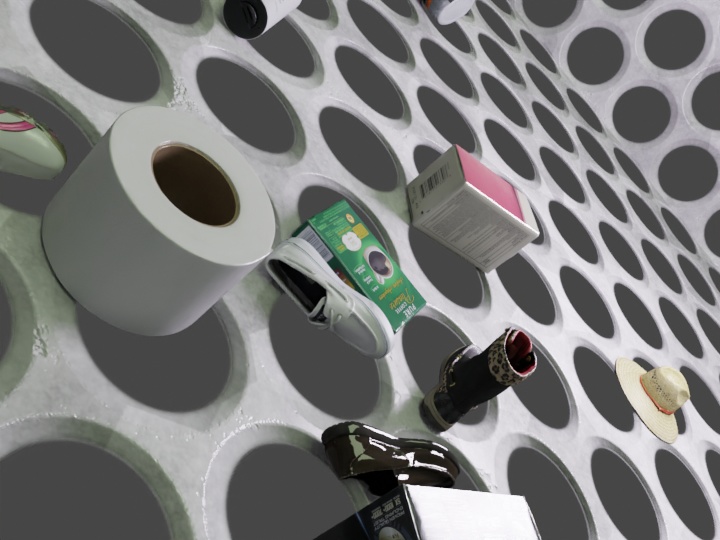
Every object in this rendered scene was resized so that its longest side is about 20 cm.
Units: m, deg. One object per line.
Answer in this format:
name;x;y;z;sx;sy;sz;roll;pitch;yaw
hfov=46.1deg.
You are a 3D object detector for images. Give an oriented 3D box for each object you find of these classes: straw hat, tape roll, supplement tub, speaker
straw hat;0.617;0.242;1.720;0.201;0.085;0.202;34;34;-27
tape roll;-0.209;-0.051;0.887;0.202;0.139;0.203;34;34;-28
supplement tub;0.199;-0.751;2.197;0.122;0.122;0.201;-10;66;-56
speaker;-0.163;-0.458;1.443;0.081;0.081;0.200;44;31;-12

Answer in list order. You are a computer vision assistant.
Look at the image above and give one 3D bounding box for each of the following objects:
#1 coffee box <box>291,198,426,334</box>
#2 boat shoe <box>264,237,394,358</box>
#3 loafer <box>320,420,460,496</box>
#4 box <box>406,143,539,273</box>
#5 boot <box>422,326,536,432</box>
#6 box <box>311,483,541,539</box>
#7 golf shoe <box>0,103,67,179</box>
coffee box;0.000;0.000;1.203;0.200;0.044;0.123;51;31;0
boat shoe;-0.044;0.046;1.082;0.200;0.074;0.065;41;35;3
loafer;0.036;0.235;0.986;0.199;0.073;0.072;22;51;-32
box;0.197;-0.106;1.496;0.200;0.128;0.109;30;35;-33
boot;0.177;0.135;1.187;0.073;0.150;0.200;51;31;2
box;0.065;0.295;0.856;0.199;0.164;0.086;19;42;-43
golf shoe;-0.384;-0.122;0.806;0.199;0.073;0.092;20;49;-27
